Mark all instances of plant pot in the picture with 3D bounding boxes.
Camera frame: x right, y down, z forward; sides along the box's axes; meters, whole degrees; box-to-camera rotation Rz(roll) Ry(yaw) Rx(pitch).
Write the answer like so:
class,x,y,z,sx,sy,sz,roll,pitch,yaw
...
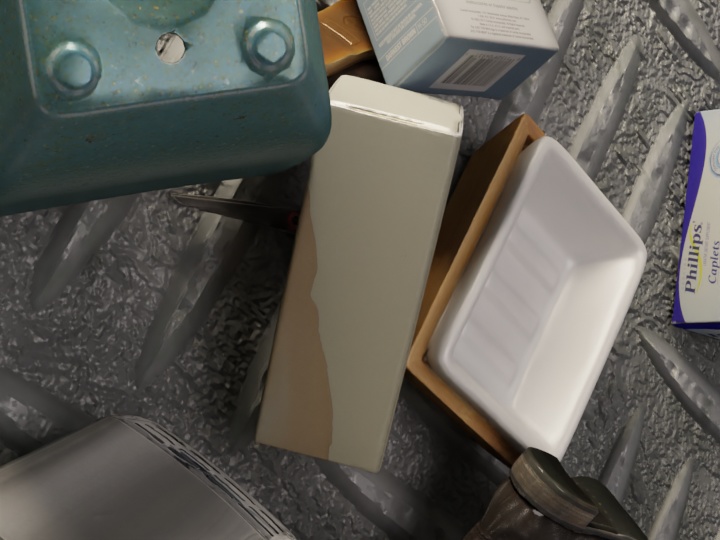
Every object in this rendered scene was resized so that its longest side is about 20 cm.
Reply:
class,x,y,z,sx,sy,sz,roll,pitch,yaw
plant pot,-0.110,-0.132,0.614,0.193,0.200,0.200,-10,96,-16

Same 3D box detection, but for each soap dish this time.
class,x,y,z,sx,sy,sz,roll,pitch,yaw
soap dish,0.106,0.021,0.912,0.157,0.081,0.202,42,64,-32

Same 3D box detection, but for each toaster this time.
class,x,y,z,sx,sy,sz,roll,pitch,yaw
toaster,-0.115,0.163,0.658,0.129,0.199,0.115,-33,143,-40

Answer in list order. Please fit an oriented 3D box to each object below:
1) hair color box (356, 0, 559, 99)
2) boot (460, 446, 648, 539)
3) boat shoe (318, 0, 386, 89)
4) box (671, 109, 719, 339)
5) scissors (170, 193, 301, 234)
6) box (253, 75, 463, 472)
class,x,y,z,sx,sy,sz,roll,pitch,yaw
hair color box,0.039,-0.209,0.818,0.098,0.060,0.203,-2,66,-40
boot,0.103,0.215,0.892,0.174,0.069,0.199,-48,128,9
boat shoe,-0.008,-0.127,0.830,0.198,0.070,0.071,-19,142,-41
box,0.372,-0.026,1.125,0.198,0.104,0.187,15,80,-39
scissors,-0.033,-0.035,0.840,0.199,0.014,0.074,29,74,-36
box,0.000,0.000,0.758,0.076,0.095,0.203,13,106,2
